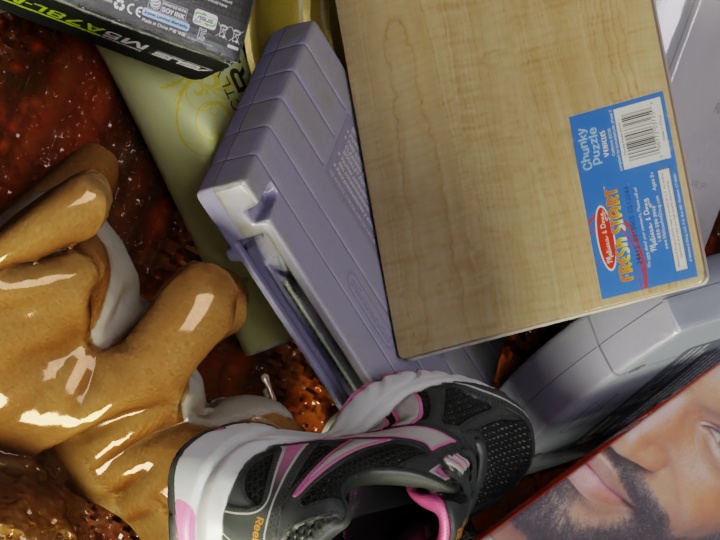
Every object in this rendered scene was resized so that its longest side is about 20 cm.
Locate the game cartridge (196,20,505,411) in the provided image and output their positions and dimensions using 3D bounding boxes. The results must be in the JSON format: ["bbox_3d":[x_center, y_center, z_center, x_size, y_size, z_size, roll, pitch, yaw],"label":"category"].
[{"bbox_3d":[0.000,0.000,1.111,0.200,0.038,0.130,58,28,-28],"label":"game cartridge"}]

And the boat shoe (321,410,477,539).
[{"bbox_3d":[0.042,0.153,1.156,0.072,0.068,0.200,-25,96,-24],"label":"boat shoe"}]

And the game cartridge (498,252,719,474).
[{"bbox_3d":[0.136,0.040,1.141,0.133,0.200,0.042,-11,71,-25],"label":"game cartridge"}]

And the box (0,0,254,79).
[{"bbox_3d":[-0.125,-0.205,1.055,0.200,0.047,0.194,18,75,-24],"label":"box"}]

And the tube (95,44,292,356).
[{"bbox_3d":[-0.069,-0.060,1.128,0.200,0.052,0.058,67,23,1],"label":"tube"}]

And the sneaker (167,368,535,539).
[{"bbox_3d":[0.016,0.098,1.013,0.200,0.086,0.081,-16,115,-48],"label":"sneaker"}]

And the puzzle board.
[{"bbox_3d":[0.067,-0.074,1.075,0.017,0.150,0.201,7,71,-60],"label":"puzzle board"}]

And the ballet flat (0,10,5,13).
[{"bbox_3d":[-0.108,-0.154,1.102,0.199,0.046,0.068,-10,68,-21],"label":"ballet flat"}]

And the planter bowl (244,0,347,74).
[{"bbox_3d":[0.050,-0.122,1.171,0.200,0.083,0.201,2,85,-26],"label":"planter bowl"}]

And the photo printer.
[{"bbox_3d":[0.136,-0.078,1.149,0.166,0.069,0.200,6,106,-67],"label":"photo printer"}]

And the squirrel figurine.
[{"bbox_3d":[-0.122,0.073,1.047,0.200,0.142,0.187,-39,100,-6],"label":"squirrel figurine"}]

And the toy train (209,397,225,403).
[{"bbox_3d":[-0.061,0.159,1.120,0.056,0.042,0.201,-9,89,-14],"label":"toy train"}]

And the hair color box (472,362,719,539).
[{"bbox_3d":[0.110,0.140,1.059,0.200,0.064,0.111,-33,84,-31],"label":"hair color box"}]

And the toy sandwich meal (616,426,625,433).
[{"bbox_3d":[0.134,0.169,1.174,0.205,0.070,0.206,32,50,-48],"label":"toy sandwich meal"}]
